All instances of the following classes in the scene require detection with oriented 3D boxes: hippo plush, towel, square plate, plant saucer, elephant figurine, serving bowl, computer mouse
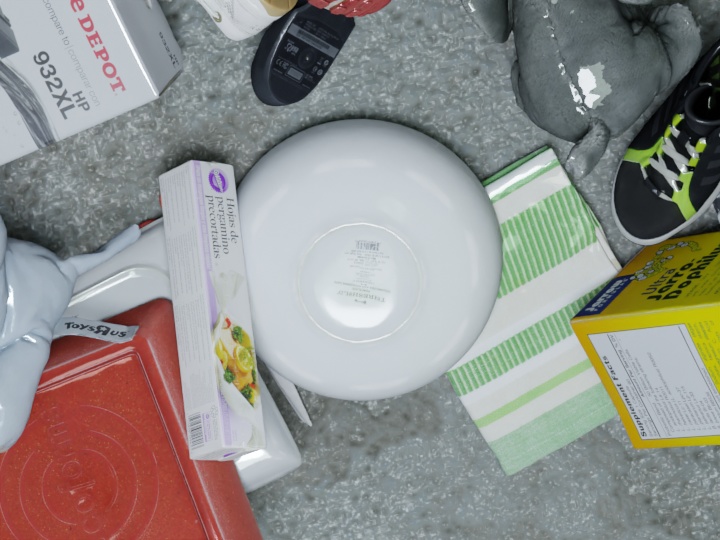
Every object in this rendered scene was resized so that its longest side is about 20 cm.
[{"bbox_3d":[-0.260,0.021,1.366,0.200,0.161,0.160,-6,65,10],"label":"hippo plush"},{"bbox_3d":[0.121,0.029,1.522,0.152,0.023,0.200,-30,107,6],"label":"towel"},{"bbox_3d":[-0.171,0.090,1.469,0.200,0.028,0.198,-27,85,2],"label":"square plate"},{"bbox_3d":[-0.187,0.144,1.434,0.200,0.037,0.200,-22,84,4],"label":"plant saucer"},{"bbox_3d":[0.125,-0.192,1.390,0.141,0.155,0.200,-33,117,-13],"label":"elephant figurine"},{"bbox_3d":[0.000,0.000,1.463,0.200,0.066,0.200,0,104,1],"label":"serving bowl"},{"bbox_3d":[-0.014,-0.199,1.441,0.059,0.034,0.200,29,98,-47],"label":"computer mouse"}]

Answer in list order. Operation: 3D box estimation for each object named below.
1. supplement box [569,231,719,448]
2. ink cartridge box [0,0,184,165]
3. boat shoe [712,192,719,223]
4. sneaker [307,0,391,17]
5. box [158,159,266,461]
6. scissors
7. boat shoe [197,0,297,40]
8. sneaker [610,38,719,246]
[{"bbox_3d":[0.261,0.042,1.432,0.110,0.200,0.109,-41,110,-36],"label":"supplement box"},{"bbox_3d":[-0.238,-0.150,1.398,0.200,0.084,0.145,-21,106,14],"label":"ink cartridge box"},{"bbox_3d":[0.279,-0.043,1.485,0.072,0.068,0.200,-21,105,3],"label":"boat shoe"},{"bbox_3d":[-0.044,-0.252,1.386,0.078,0.082,0.200,-39,92,22],"label":"sneaker"},{"bbox_3d":[-0.099,0.027,1.433,0.039,0.041,0.200,6,70,-43],"label":"box"},{"bbox_3d":[-0.080,0.022,1.510,0.073,0.014,0.200,-43,102,6],"label":"scissors"},{"bbox_3d":[-0.128,-0.235,1.407,0.069,0.071,0.200,-35,95,38],"label":"boat shoe"},{"bbox_3d":[0.223,-0.101,1.424,0.072,0.083,0.200,44,115,21],"label":"sneaker"}]
